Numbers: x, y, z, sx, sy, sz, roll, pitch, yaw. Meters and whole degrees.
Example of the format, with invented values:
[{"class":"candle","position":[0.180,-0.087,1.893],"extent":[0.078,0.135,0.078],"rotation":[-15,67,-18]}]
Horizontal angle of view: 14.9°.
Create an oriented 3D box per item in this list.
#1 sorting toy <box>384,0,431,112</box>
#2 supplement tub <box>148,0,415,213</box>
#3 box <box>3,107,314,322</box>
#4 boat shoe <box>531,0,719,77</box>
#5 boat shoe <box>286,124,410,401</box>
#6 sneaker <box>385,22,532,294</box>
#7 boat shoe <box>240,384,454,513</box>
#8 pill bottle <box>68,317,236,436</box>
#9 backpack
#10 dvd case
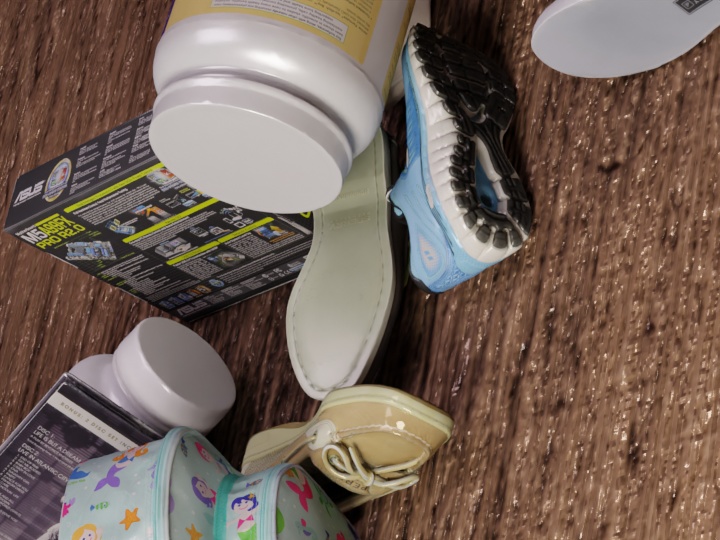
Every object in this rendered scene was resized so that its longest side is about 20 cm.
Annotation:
[{"class":"sorting toy","position":[-0.002,-0.217,1.880],"extent":[0.180,0.107,0.200],"rotation":[-46,28,-10]},{"class":"supplement tub","position":[-0.045,-0.152,1.693],"extent":[0.145,0.145,0.201],"rotation":[-20,46,50]},{"class":"box","position":[-0.118,-0.036,1.826],"extent":[0.200,0.160,0.044],"rotation":[-22,48,50]},{"class":"boat shoe","position":[0.180,-0.175,1.568],"extent":[0.200,0.070,0.066],"rotation":[-30,36,43]},{"class":"boat shoe","position":[0.000,0.000,1.717],"extent":[0.071,0.061,0.202],"rotation":[-8,58,23]},{"class":"sneaker","position":[0.043,-0.070,1.687],"extent":[0.090,0.078,0.201],"rotation":[-45,33,35]},{"class":"boat shoe","position":[-0.013,0.118,1.625],"extent":[0.200,0.073,0.063],"rotation":[-22,45,53]},{"class":"pill bottle","position":[-0.173,0.127,1.829],"extent":[0.200,0.111,0.111],"rotation":[-48,33,25]},{"class":"backpack","position":[-0.085,0.189,1.560],"extent":[0.150,0.200,0.178],"rotation":[-21,45,23]},{"class":"dvd case","position":[-0.188,0.172,1.782],"extent":[0.200,0.148,0.016],"rotation":[-47,19,26]}]
